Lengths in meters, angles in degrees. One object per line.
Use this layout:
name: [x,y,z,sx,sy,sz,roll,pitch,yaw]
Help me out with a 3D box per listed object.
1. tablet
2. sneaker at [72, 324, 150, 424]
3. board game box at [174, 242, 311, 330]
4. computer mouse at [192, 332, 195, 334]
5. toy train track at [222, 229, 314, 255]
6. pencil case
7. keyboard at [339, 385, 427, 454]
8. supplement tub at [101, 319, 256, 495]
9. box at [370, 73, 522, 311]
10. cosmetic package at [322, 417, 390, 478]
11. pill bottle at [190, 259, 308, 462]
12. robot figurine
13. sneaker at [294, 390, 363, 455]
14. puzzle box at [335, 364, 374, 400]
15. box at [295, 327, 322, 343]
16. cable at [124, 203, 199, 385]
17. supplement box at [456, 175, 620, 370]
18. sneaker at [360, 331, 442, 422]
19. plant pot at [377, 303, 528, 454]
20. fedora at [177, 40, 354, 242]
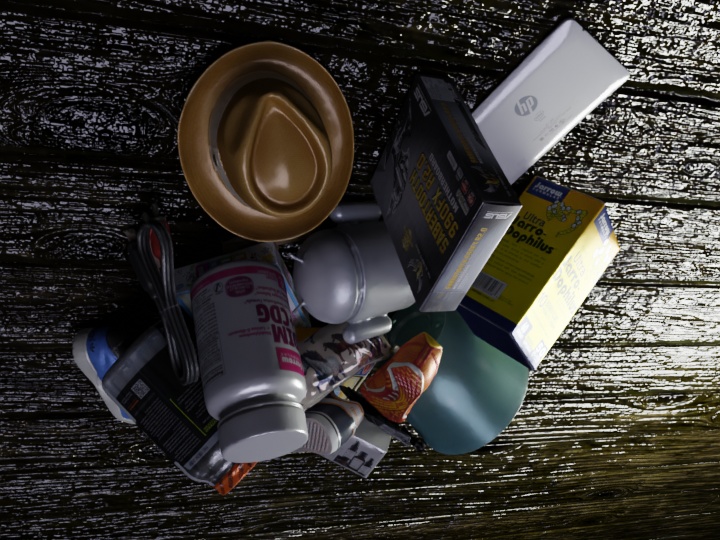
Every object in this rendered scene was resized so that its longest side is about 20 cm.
tablet: [0.203,-0.186,0.845,0.129,0.014,0.200,23,126,-36]
sneaker: [-0.300,0.146,1.004,0.109,0.078,0.202,-7,135,11]
board game box: [-0.149,0.041,0.942,0.132,0.035,0.201,-16,152,0]
computer mouse: [-0.196,0.105,0.957,0.034,0.198,0.059,-40,115,-32]
toy train track: [-0.109,-0.073,0.849,0.113,0.033,0.201,-12,147,-16]
pencil case: [-0.048,0.127,0.954,0.198,0.090,0.078,-32,161,-6]
keyboard: [0.037,0.220,1.079,0.126,0.200,0.021,36,86,-13]
supplement tub: [-0.202,0.165,0.877,0.200,0.123,0.123,45,121,0]
box: [0.081,-0.084,0.776,0.048,0.202,0.159,2,139,-25]
cosmetic package: [-0.057,0.241,1.124,0.198,0.051,0.083,28,127,-4]
pill bottle: [-0.123,0.100,0.810,0.111,0.203,0.114,-12,153,-6]
robot figurine: [0.000,0.000,0.893,0.197,0.173,0.112,-11,-176,-33]
sneaker: [-0.072,0.210,1.027,0.079,0.198,0.080,-28,107,-36]
puzzle box: [-0.070,0.188,1.174,0.131,0.026,0.201,8,134,-26]
box: [-0.106,0.130,1.030,0.197,0.042,0.120,4,138,-29]
cable: [-0.208,0.022,0.809,0.050,0.202,0.097,-22,173,-43]
supplement box: [0.222,0.002,0.924,0.201,0.109,0.109,-52,138,-9]
sneaker: [0.056,0.141,0.934,0.073,0.077,0.200,42,150,1]
plant pot: [0.117,0.135,1.052,0.199,0.202,0.161,-34,120,21]
fedora: [-0.083,-0.119,0.717,0.197,0.082,0.204,-7,110,-19]
